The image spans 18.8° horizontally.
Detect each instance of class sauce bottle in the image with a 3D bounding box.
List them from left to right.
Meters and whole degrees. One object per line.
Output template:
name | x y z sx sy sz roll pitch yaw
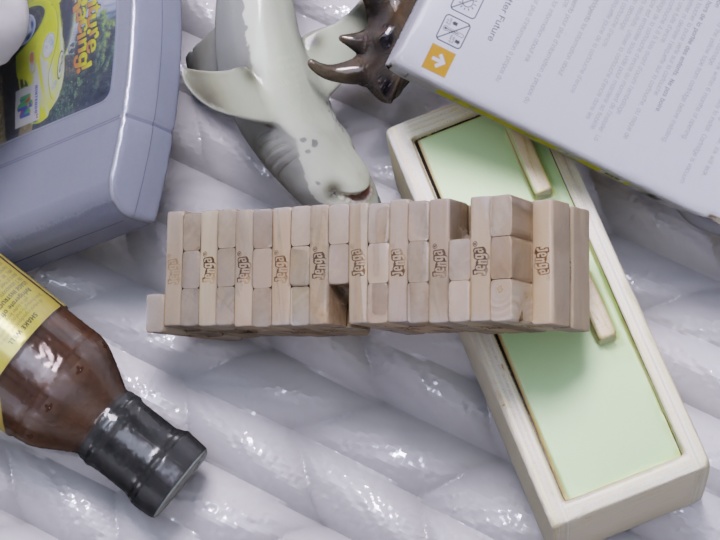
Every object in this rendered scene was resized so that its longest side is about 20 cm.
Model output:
sauce bottle | -0.159 0.036 0.990 0.200 0.065 0.065 38 78 5

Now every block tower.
block tower | 0.000 0.000 0.956 0.199 0.054 0.058 -4 81 32

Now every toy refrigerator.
toy refrigerator | 0.082 0.018 0.983 0.076 0.070 0.201 -21 70 -2

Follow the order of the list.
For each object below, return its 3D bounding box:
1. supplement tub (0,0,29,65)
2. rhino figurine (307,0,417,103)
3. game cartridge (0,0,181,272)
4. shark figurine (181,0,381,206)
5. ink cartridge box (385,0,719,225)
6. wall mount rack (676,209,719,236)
supplement tub | -0.265 -0.103 0.974 0.200 0.145 0.145 -35 70 11
rhino figurine | 0.063 -0.140 1.009 0.199 0.060 0.088 -28 106 -7
game cartridge | -0.141 -0.106 1.030 0.133 0.041 0.201 -17 66 33
shark figurine | -0.049 -0.126 1.039 0.128 0.089 0.215 11 74 -36
ink cartridge box | 0.143 -0.134 0.955 0.199 0.047 0.198 26 91 -6
wall mount rack | 0.232 -0.098 1.009 0.173 0.075 0.200 29 77 12
